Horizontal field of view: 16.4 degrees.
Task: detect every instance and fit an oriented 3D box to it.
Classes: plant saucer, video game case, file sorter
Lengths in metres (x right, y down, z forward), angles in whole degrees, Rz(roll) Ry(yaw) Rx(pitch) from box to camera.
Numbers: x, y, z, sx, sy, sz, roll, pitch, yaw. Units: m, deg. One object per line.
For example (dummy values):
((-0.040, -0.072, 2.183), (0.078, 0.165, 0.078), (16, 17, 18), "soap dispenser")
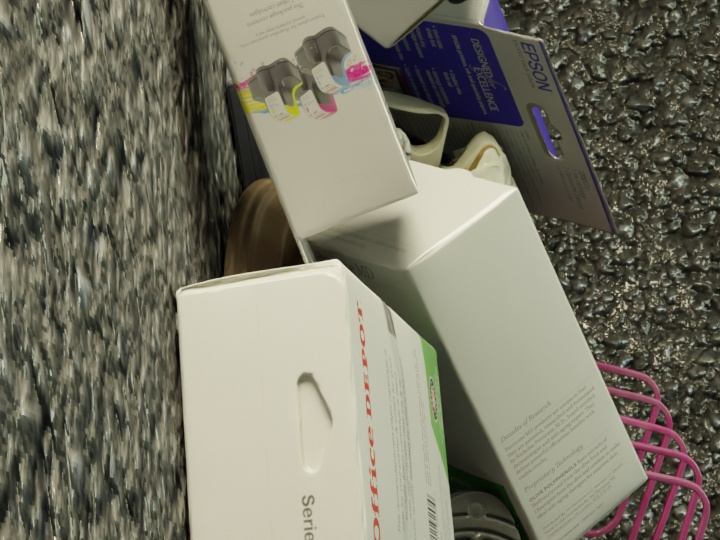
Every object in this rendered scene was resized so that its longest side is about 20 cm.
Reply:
((-0.031, 0.048, 1.379), (0.200, 0.029, 0.201), (-6, 90, -76), "plant saucer")
((-0.061, -0.112, 1.533), (0.200, 0.019, 0.143), (-90, 173, -52), "video game case")
((0.144, 0.150, 1.650), (0.200, 0.125, 0.139), (-101, -155, -70), "file sorter")

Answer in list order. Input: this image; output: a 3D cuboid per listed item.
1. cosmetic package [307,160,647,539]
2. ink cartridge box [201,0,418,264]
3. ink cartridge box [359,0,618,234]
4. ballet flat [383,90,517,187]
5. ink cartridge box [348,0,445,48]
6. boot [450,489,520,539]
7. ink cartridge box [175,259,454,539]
((0.065, 0.048, 1.371), (0.108, 0.085, 0.200), (16, -41, 57), "cosmetic package")
((-0.024, -0.086, 1.252), (0.115, 0.068, 0.200), (-102, 171, -82), "ink cartridge box")
((0.064, -0.113, 1.617), (0.043, 0.200, 0.198), (-60, 146, -25), "ink cartridge box")
((0.048, -0.066, 1.582), (0.073, 0.200, 0.073), (-49, -157, 31), "ballet flat")
((-0.010, -0.250, 1.523), (0.145, 0.083, 0.200), (35, 29, -25), "ink cartridge box")
((0.023, 0.200, 1.425), (0.200, 0.065, 0.165), (-179, -86, -71), "boot")
((-0.017, 0.091, 1.183), (0.200, 0.084, 0.147), (44, 40, -69), "ink cartridge box")
